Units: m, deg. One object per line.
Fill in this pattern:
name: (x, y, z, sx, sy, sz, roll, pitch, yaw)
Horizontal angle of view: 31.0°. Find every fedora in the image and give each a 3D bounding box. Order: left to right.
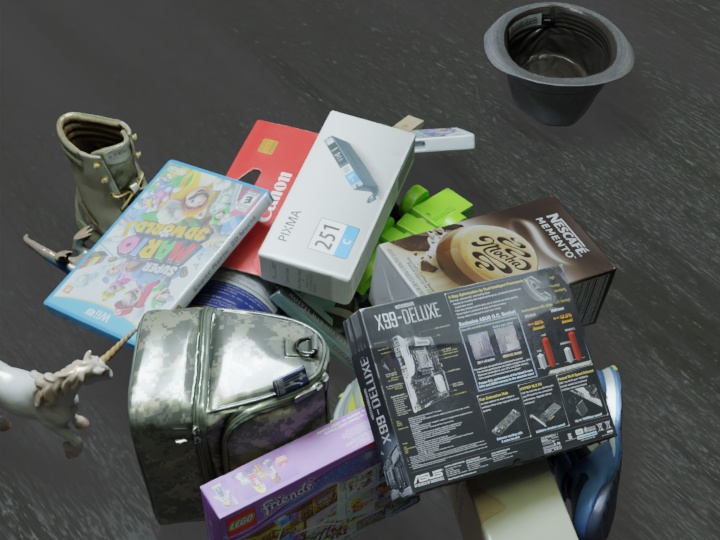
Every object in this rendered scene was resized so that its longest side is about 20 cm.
fedora: (0.234, -0.238, 1.555, 0.177, 0.090, 0.200, -4, 41, -6)

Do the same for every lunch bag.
lunch bag: (-0.108, 0.129, 1.144, 0.167, 0.200, 0.139, -3, 48, -1)

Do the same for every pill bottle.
pill bottle: (-0.115, 0.021, 1.303, 0.112, 0.112, 0.200, 14, 48, 13)

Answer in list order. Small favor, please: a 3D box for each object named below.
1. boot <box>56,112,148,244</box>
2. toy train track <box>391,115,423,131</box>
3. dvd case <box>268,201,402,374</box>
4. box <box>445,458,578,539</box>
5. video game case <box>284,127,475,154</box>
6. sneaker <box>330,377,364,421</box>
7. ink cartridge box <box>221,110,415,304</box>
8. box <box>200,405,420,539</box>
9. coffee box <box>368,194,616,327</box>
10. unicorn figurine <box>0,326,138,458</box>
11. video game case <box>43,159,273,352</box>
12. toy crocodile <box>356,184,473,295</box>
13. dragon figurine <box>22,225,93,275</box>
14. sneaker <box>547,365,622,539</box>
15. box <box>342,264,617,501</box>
boot: (-0.234, -0.072, 1.358, 0.200, 0.155, 0.072, 30, 55, 26)
toy train track: (0.007, -0.119, 1.490, 0.115, 0.033, 0.200, 24, 46, 29)
dvd case: (0.000, 0.000, 1.323, 0.146, 0.022, 0.200, 43, 49, -19)
box: (0.124, 0.191, 1.159, 0.078, 0.095, 0.200, -10, 47, -8)
video game case: (0.017, -0.139, 1.422, 0.200, 0.018, 0.143, -4, 9, -3)
sneaker: (0.038, 0.090, 1.247, 0.075, 0.076, 0.200, 35, 50, -22)
ink cartridge box: (-0.059, -0.075, 1.278, 0.176, 0.045, 0.200, 16, 54, 11)
box: (-0.038, 0.194, 1.126, 0.200, 0.137, 0.039, -24, 52, -21)
coffee box: (0.124, 0.013, 1.226, 0.200, 0.080, 0.113, -16, 50, -25)
unicorn figurine: (-0.294, 0.114, 1.195, 0.200, 0.137, 0.074, 2, 57, 6)
video game case: (-0.194, -0.018, 1.246, 0.143, 0.018, 0.200, 19, 61, 36)
toy crocodile: (0.054, -0.034, 1.333, 0.067, 0.062, 0.200, 33, 37, 15)
dragon figurine: (-0.267, 0.011, 1.342, 0.200, 0.100, 0.059, 4, 39, 23)
sneaker: (0.199, 0.170, 1.196, 0.082, 0.074, 0.200, 4, 40, 6)
box: (0.101, 0.092, 1.097, 0.200, 0.050, 0.158, -13, 79, -21)
